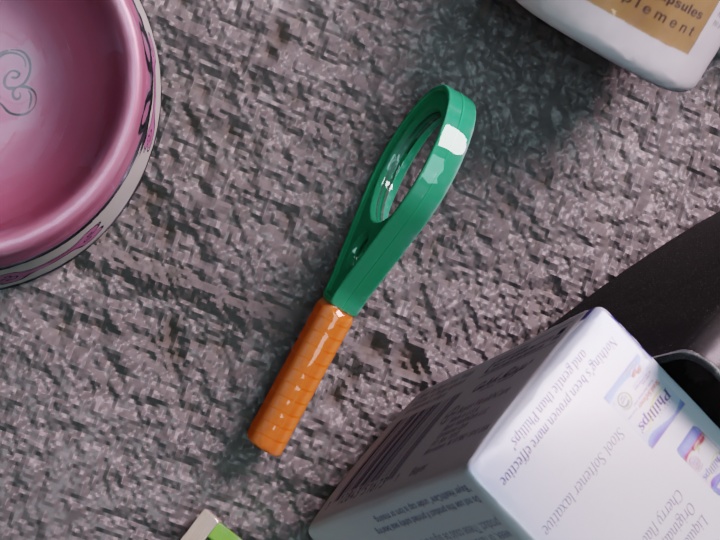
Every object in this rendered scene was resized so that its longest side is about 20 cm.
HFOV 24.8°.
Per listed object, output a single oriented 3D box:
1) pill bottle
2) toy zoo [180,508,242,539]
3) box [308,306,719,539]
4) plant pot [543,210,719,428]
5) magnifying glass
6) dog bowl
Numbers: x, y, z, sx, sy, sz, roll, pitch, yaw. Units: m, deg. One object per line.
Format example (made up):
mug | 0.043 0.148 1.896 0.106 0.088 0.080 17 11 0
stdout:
pill bottle | 0.162 -0.200 0.795 0.113 0.115 0.201 25 106 -14
toy zoo | -0.038 0.230 0.793 0.199 0.020 0.132 37 82 6
box | 0.104 0.140 0.752 0.200 0.184 0.105 46 63 -5
plant pot | 0.213 0.065 0.810 0.200 0.199 0.178 49 65 -10
magnifying glass | 0.000 0.000 0.813 0.022 0.080 0.201 30 93 -17
dog bowl | -0.186 -0.089 0.756 0.198 0.074 0.203 0 91 -15
